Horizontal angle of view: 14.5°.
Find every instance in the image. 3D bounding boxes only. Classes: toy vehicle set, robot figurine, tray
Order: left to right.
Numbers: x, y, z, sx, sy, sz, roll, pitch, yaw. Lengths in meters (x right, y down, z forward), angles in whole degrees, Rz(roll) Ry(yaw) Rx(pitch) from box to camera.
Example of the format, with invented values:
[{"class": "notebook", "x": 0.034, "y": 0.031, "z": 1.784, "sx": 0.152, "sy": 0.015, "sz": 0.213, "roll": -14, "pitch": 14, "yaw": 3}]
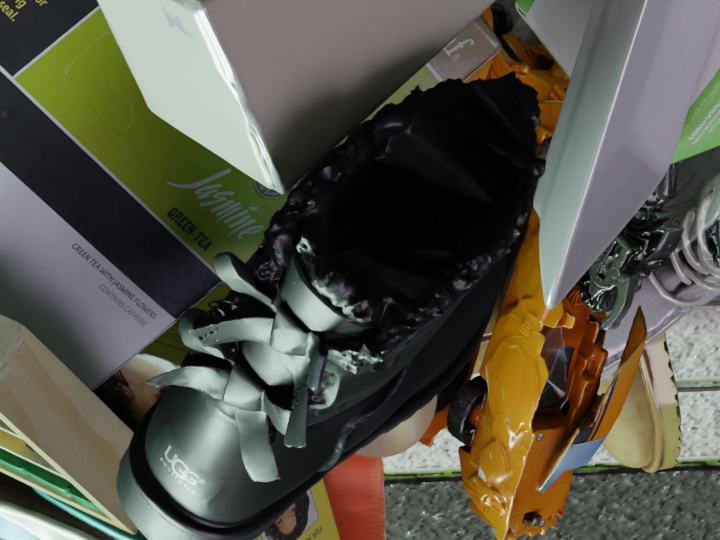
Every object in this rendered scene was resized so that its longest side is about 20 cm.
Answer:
[{"class": "toy vehicle set", "x": -0.170, "y": 0.022, "z": 0.971, "sx": 0.199, "sy": 0.027, "sz": 0.124, "roll": 22, "pitch": 164, "yaw": 29}, {"class": "robot figurine", "x": 0.064, "y": -0.005, "z": 1.117, "sx": 0.058, "sy": 0.145, "sz": 0.201, "roll": -6, "pitch": 122, "yaw": -45}, {"class": "tray", "x": 0.093, "y": -0.093, "z": 0.853, "sx": 0.022, "sy": 0.107, "sz": 0.201, "roll": 25, "pitch": 124, "yaw": 15}]

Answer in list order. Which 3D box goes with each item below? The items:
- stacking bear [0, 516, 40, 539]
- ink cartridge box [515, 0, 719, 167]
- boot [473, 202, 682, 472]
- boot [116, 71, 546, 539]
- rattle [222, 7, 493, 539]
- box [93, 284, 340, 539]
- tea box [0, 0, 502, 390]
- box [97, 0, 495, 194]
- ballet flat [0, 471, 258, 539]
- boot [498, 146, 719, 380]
[{"class": "stacking bear", "x": -0.110, "y": 0.045, "z": 1.143, "sx": 0.121, "sy": 0.114, "sz": 0.201, "roll": 16, "pitch": 113, "yaw": 10}, {"class": "ink cartridge box", "x": 0.172, "y": -0.131, "z": 0.986, "sx": 0.199, "sy": 0.084, "sz": 0.146, "roll": -21, "pitch": 155, "yaw": -42}, {"class": "boot", "x": 0.033, "y": 0.039, "z": 1.241, "sx": 0.199, "sy": 0.066, "sz": 0.176, "roll": -15, "pitch": 127, "yaw": 0}, {"class": "boot", "x": 0.009, "y": -0.004, "z": 0.874, "sx": 0.198, "sy": 0.073, "sz": 0.163, "roll": -44, "pitch": 173, "yaw": -40}, {"class": "rattle", "x": 0.000, "y": 0.000, "z": 1.112, "sx": 0.129, "sy": 0.143, "sz": 0.201, "roll": -5, "pitch": 135, "yaw": 13}, {"class": "box", "x": -0.051, "y": 0.097, "z": 1.094, "sx": 0.050, "sy": 0.075, "sz": 0.201, "roll": -41, "pitch": 130, "yaw": -34}, {"class": "tea box", "x": -0.095, "y": -0.100, "z": 0.926, "sx": 0.196, "sy": 0.134, "sz": 0.200, "roll": -38, "pitch": 139, "yaw": 5}, {"class": "box", "x": 0.015, "y": -0.122, "z": 0.833, "sx": 0.200, "sy": 0.068, "sz": 0.082, "roll": -42, "pitch": 138, "yaw": -18}, {"class": "ballet flat", "x": -0.121, "y": 0.073, "z": 1.056, "sx": 0.069, "sy": 0.199, "sz": 0.070, "roll": -45, "pitch": 152, "yaw": -32}, {"class": "boot", "x": 0.132, "y": -0.019, "z": 1.127, "sx": 0.073, "sy": 0.096, "sz": 0.200, "roll": 36, "pitch": 102, "yaw": -15}]
